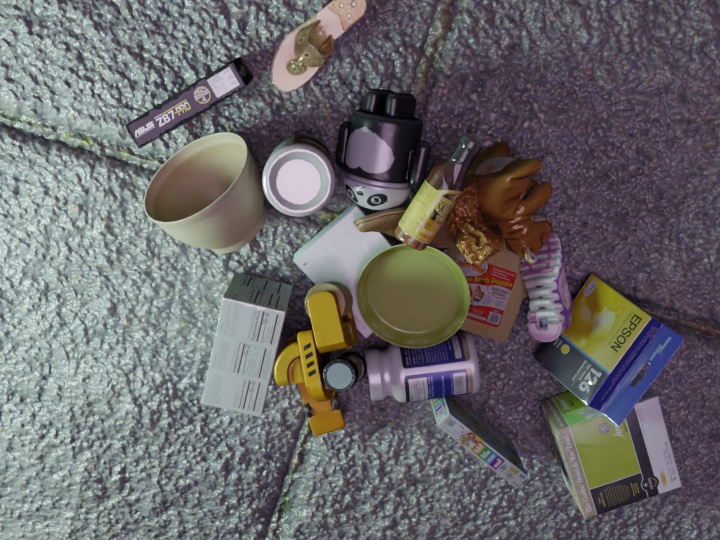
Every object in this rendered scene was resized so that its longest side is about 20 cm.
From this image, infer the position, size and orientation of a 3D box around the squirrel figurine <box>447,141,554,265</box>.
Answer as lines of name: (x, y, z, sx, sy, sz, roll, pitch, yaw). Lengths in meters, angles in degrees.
squirrel figurine: (0.239, -0.090, 1.439, 0.200, 0.142, 0.187, -33, 119, -12)

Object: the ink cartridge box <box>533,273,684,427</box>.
ink cartridge box: (0.440, 0.141, 1.501, 0.047, 0.200, 0.198, 20, 107, -45)

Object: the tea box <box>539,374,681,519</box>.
tea box: (0.472, 0.328, 1.580, 0.196, 0.134, 0.200, -19, 106, 2)

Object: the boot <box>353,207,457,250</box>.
boot: (0.085, -0.069, 1.442, 0.200, 0.074, 0.076, -3, 86, -20)

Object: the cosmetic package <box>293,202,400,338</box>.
cosmetic package: (0.000, 0.000, 1.504, 0.151, 0.052, 0.200, -40, 104, 7)

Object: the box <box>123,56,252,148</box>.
box: (-0.273, -0.275, 1.353, 0.200, 0.161, 0.049, -29, 105, 7)

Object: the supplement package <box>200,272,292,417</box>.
supplement package: (-0.200, 0.127, 1.476, 0.111, 0.156, 0.200, 14, 106, -4)

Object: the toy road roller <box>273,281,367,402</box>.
toy road roller: (-0.079, 0.126, 1.431, 0.146, 0.123, 0.200, -10, 89, 9)

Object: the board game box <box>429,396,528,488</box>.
board game box: (0.219, 0.307, 1.562, 0.200, 0.134, 0.034, 40, 101, -12)

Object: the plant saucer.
plant saucer: (0.093, 0.042, 1.464, 0.200, 0.031, 0.200, 3, 112, 7)

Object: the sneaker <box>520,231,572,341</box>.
sneaker: (0.349, 0.028, 1.521, 0.080, 0.088, 0.201, -3, 88, 42)

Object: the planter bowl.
planter bowl: (-0.243, -0.114, 1.401, 0.200, 0.200, 0.135, -29, 132, 6)

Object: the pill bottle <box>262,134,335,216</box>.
pill bottle: (-0.099, -0.164, 1.373, 0.114, 0.200, 0.115, -1, 106, -2)

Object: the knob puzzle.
knob puzzle: (0.219, 0.013, 1.527, 0.219, 0.030, 0.220, -3, 101, -15)

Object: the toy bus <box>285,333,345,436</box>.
toy bus: (-0.083, 0.206, 1.545, 0.065, 0.078, 0.200, -16, 106, 0)

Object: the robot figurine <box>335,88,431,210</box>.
robot figurine: (0.037, -0.202, 1.407, 0.125, 0.150, 0.200, 5, 106, -18)

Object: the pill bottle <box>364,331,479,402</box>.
pill bottle: (0.111, 0.180, 1.529, 0.200, 0.116, 0.116, -7, 107, -1)

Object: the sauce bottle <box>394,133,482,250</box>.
sauce bottle: (0.130, -0.128, 1.360, 0.066, 0.066, 0.200, 27, 110, -10)

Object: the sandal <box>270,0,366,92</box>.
sandal: (-0.074, -0.382, 1.378, 0.212, 0.070, 0.078, -44, 104, 10)
